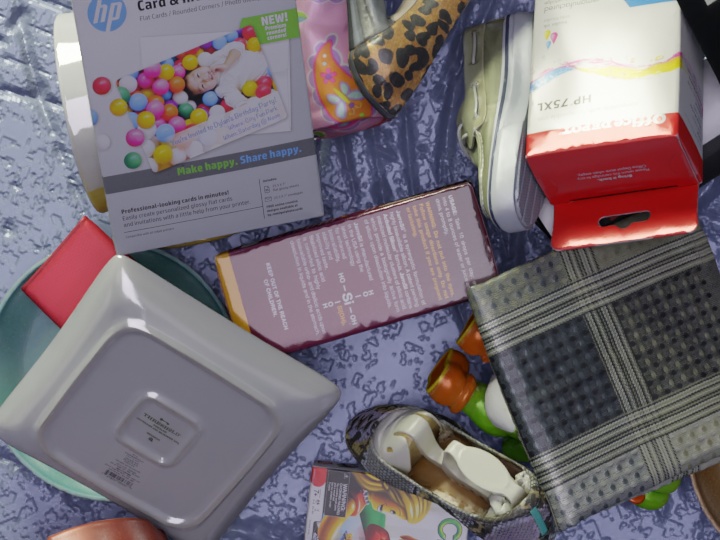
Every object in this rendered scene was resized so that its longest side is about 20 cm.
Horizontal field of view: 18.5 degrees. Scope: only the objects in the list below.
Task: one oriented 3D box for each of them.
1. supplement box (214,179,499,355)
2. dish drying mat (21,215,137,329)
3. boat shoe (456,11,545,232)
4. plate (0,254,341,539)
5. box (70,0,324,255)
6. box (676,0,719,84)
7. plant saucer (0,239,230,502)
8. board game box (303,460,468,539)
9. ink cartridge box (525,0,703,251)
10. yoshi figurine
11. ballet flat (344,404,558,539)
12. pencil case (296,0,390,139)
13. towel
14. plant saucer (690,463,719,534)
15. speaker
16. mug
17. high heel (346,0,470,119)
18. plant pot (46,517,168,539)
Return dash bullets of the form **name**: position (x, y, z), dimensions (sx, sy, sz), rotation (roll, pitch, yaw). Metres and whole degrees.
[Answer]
- **supplement box**: position (0.000, 0.000, 1.654), dimensions (0.199, 0.110, 0.086), rotation (-16, 92, 3)
- **dish drying mat**: position (-0.160, 0.054, 1.674), dimensions (0.200, 0.018, 0.077), rotation (42, 93, 1)
- **boat shoe**: position (0.103, -0.107, 1.636), dimensions (0.062, 0.072, 0.201), rotation (-8, 48, 18)
- **plate**: position (-0.147, 0.110, 1.623), dimensions (0.199, 0.032, 0.200), rotation (32, 121, -15)
- **box**: position (-0.114, -0.122, 1.551), dimensions (0.155, 0.041, 0.201), rotation (-11, 113, -9)
- **box**: position (0.311, -0.266, 1.586), dimensions (0.199, 0.117, 0.198), rotation (-28, 91, -32)
- **plant saucer**: position (-0.190, 0.076, 1.702), dimensions (0.198, 0.036, 0.202), rotation (0, 93, 3)
- **board game box**: position (0.014, 0.254, 1.701), dimensions (0.125, 0.035, 0.202), rotation (6, 92, 2)
- **ink cartridge box**: position (0.186, -0.120, 1.601), dimensions (0.115, 0.067, 0.201), rotation (-8, 56, 21)
- **yoshi figurine**: position (0.156, 0.103, 1.666), dimensions (0.199, 0.112, 0.112), rotation (34, 73, 0)
- **ballet flat**: position (0.063, 0.139, 1.636), dimensions (0.200, 0.072, 0.072), rotation (29, 94, 34)
- **pencil case**: position (-0.030, -0.201, 1.665), dimensions (0.087, 0.087, 0.202), rotation (-12, 91, 3)
- **towel**: position (0.193, 0.066, 1.611), dimensions (0.199, 0.035, 0.194), rotation (-22, 87, -17)
- **plant saucer**: position (0.347, 0.133, 1.683), dimensions (0.198, 0.035, 0.202), rotation (0, 92, 3)
- **speaker**: position (0.217, -0.085, 1.658), dimensions (0.199, 0.081, 0.081), rotation (-33, 91, 2)
- **mug**: position (-0.134, -0.124, 1.653), dimensions (0.152, 0.187, 0.150), rotation (-12, 65, 1)
- **high heel**: position (0.079, -0.182, 1.643), dimensions (0.199, 0.071, 0.144), rotation (-3, 79, -22)
- **plant pot**: position (-0.183, 0.302, 1.621), dimensions (0.200, 0.201, 0.196), rotation (-26, 64, 3)
